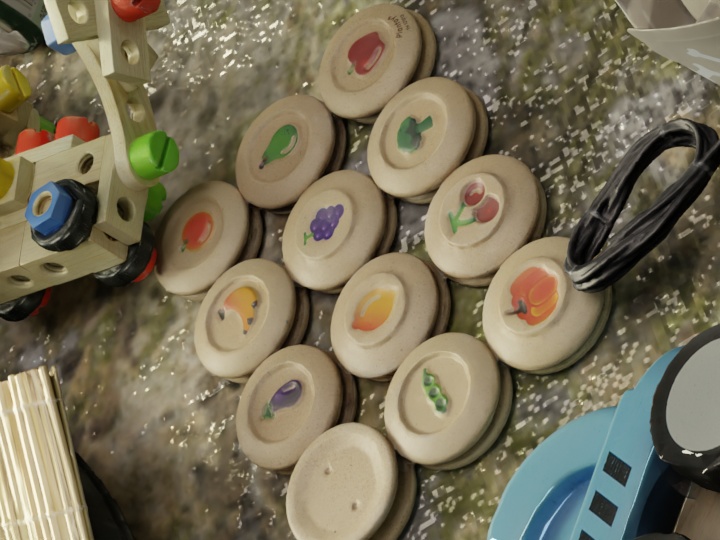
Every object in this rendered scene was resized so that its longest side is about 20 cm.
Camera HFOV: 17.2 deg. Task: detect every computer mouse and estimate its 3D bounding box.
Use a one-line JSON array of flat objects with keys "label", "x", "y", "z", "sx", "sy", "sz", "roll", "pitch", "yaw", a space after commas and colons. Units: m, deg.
[{"label": "computer mouse", "x": 0.148, "y": -0.056, "z": 0.790, "sx": 0.200, "sy": 0.034, "sz": 0.059, "roll": -40, "pitch": 32, "yaw": 21}]

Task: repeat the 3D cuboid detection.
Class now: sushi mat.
[{"label": "sushi mat", "x": -0.130, "y": 0.143, "z": 0.891, "sx": 0.096, "sy": 0.012, "sz": 0.200, "roll": -23, "pitch": 73, "yaw": 28}]

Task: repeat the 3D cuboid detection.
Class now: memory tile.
[{"label": "memory tile", "x": 0.000, "y": 0.000, "z": 0.898, "sx": 0.153, "sy": 0.017, "sz": 0.200, "roll": -45, "pitch": 47, "yaw": 13}]

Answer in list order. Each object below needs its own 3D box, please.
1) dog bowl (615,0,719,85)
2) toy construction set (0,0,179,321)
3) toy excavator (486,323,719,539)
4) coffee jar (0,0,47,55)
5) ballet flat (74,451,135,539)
[{"label": "dog bowl", "x": 0.157, "y": -0.143, "z": 0.779, "sx": 0.200, "sy": 0.059, "sz": 0.200, "roll": -35, "pitch": 33, "yaw": 27}, {"label": "toy construction set", "x": -0.134, "y": -0.054, "z": 0.985, "sx": 0.200, "sy": 0.092, "sz": 0.131, "roll": -30, "pitch": 46, "yaw": 48}, {"label": "toy excavator", "x": 0.066, "y": 0.114, "z": 0.741, "sx": 0.200, "sy": 0.100, "sz": 0.195, "roll": 3, "pitch": 67, "yaw": 55}, {"label": "coffee jar", "x": -0.166, "y": -0.203, "z": 1.097, "sx": 0.104, "sy": 0.085, "sz": 0.200, "roll": 4, "pitch": 70, "yaw": 41}, {"label": "ballet flat", "x": -0.141, "y": 0.091, "z": 0.956, "sx": 0.066, "sy": 0.057, "sz": 0.200, "roll": -48, "pitch": 51, "yaw": -5}]
